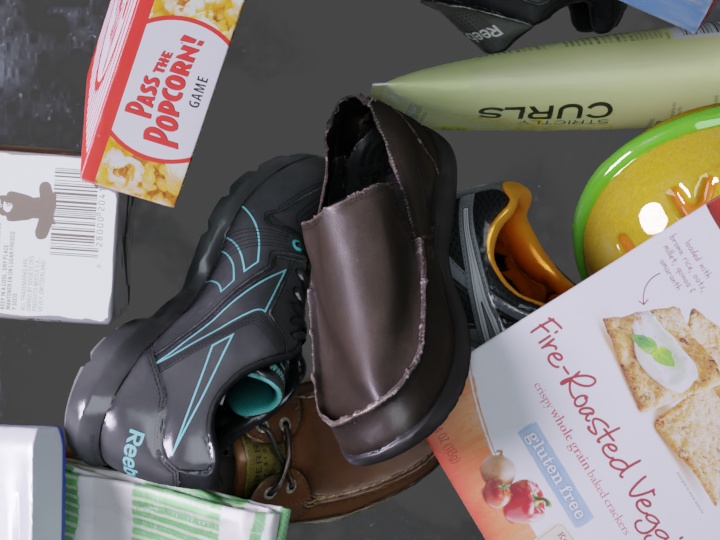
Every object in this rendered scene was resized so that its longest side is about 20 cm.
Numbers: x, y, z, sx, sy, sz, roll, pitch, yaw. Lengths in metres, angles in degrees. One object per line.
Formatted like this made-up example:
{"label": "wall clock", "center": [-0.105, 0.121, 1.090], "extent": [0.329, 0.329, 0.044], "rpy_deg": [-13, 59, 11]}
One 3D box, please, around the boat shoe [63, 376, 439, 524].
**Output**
{"label": "boat shoe", "center": [-0.051, 0.093, 1.212], "extent": [0.199, 0.068, 0.072], "rpy_deg": [-12, 90, -2]}

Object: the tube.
{"label": "tube", "center": [0.100, -0.087, 1.221], "extent": [0.199, 0.052, 0.058], "rpy_deg": [-5, 129, -7]}

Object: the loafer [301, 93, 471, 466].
{"label": "loafer", "center": [0.000, 0.000, 1.141], "extent": [0.073, 0.200, 0.071], "rpy_deg": [-28, 130, 25]}

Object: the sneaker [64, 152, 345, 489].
{"label": "sneaker", "center": [-0.052, 0.027, 1.177], "extent": [0.079, 0.076, 0.200], "rpy_deg": [22, 55, 23]}

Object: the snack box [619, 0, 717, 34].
{"label": "snack box", "center": [0.109, -0.228, 1.167], "extent": [0.168, 0.068, 0.200], "rpy_deg": [22, 52, -5]}

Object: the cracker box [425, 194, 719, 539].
{"label": "cracker box", "center": [0.138, 0.060, 1.124], "extent": [0.200, 0.058, 0.134], "rpy_deg": [-33, 83, 14]}

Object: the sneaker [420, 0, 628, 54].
{"label": "sneaker", "center": [0.050, -0.149, 1.201], "extent": [0.199, 0.066, 0.091], "rpy_deg": [3, 100, -24]}

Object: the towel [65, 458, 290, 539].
{"label": "towel", "center": [-0.134, 0.160, 1.158], "extent": [0.199, 0.023, 0.153], "rpy_deg": [10, 91, 25]}

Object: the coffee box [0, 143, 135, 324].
{"label": "coffee box", "center": [-0.209, -0.022, 1.184], "extent": [0.199, 0.114, 0.080], "rpy_deg": [4, 92, -1]}

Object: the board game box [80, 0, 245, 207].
{"label": "board game box", "center": [-0.073, -0.148, 1.124], "extent": [0.046, 0.152, 0.200], "rpy_deg": [16, 109, -11]}

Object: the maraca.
{"label": "maraca", "center": [0.199, -0.022, 1.195], "extent": [0.199, 0.107, 0.137], "rpy_deg": [-8, 129, 6]}

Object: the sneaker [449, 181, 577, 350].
{"label": "sneaker", "center": [0.085, 0.048, 1.201], "extent": [0.077, 0.078, 0.200], "rpy_deg": [-32, 92, 32]}

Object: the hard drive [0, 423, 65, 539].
{"label": "hard drive", "center": [-0.222, 0.134, 1.173], "extent": [0.200, 0.025, 0.132], "rpy_deg": [1, 90, 32]}
